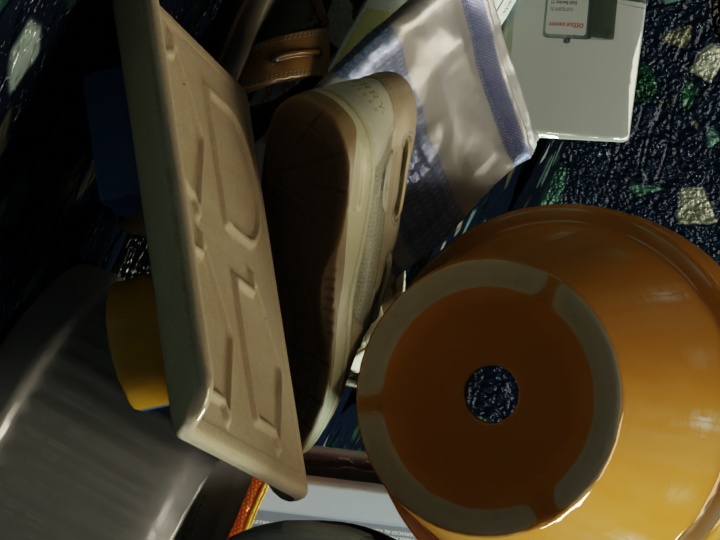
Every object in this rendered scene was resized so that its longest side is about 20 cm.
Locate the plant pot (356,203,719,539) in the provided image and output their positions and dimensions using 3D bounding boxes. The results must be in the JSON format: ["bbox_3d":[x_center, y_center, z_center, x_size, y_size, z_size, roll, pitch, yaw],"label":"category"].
[{"bbox_3d":[0.085,0.063,1.282,0.201,0.200,0.183,-65,162,4],"label":"plant pot"}]

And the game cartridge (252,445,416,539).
[{"bbox_3d":[-0.041,0.156,1.520,0.042,0.199,0.134,-100,-155,-46],"label":"game cartridge"}]

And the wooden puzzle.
[{"bbox_3d":[-0.071,-0.007,1.103,0.200,0.046,0.186,55,25,-73],"label":"wooden puzzle"}]

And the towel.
[{"bbox_3d":[0.004,-0.043,1.304,0.200,0.024,0.147,-44,143,-17],"label":"towel"}]

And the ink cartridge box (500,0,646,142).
[{"bbox_3d":[0.099,-0.177,1.479,0.147,0.083,0.201,-147,-117,-71],"label":"ink cartridge box"}]

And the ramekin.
[{"bbox_3d":[-0.122,0.108,1.221,0.201,0.105,0.200,-62,172,-15],"label":"ramekin"}]

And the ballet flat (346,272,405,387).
[{"bbox_3d":[0.000,0.000,1.408,0.072,0.072,0.201,-60,165,-29],"label":"ballet flat"}]

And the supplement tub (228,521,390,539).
[{"bbox_3d":[-0.019,0.175,1.226,0.123,0.122,0.200,-64,173,-2],"label":"supplement tub"}]

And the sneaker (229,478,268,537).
[{"bbox_3d":[-0.076,0.123,1.410,0.200,0.077,0.073,-48,168,-11],"label":"sneaker"}]

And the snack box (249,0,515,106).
[{"bbox_3d":[0.013,-0.115,1.385,0.116,0.037,0.200,-1,130,-49],"label":"snack box"}]

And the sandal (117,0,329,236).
[{"bbox_3d":[-0.047,-0.088,1.266,0.200,0.054,0.082,-58,171,-36],"label":"sandal"}]

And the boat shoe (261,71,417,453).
[{"bbox_3d":[-0.014,0.000,1.237,0.065,0.072,0.201,-26,139,-41],"label":"boat shoe"}]
